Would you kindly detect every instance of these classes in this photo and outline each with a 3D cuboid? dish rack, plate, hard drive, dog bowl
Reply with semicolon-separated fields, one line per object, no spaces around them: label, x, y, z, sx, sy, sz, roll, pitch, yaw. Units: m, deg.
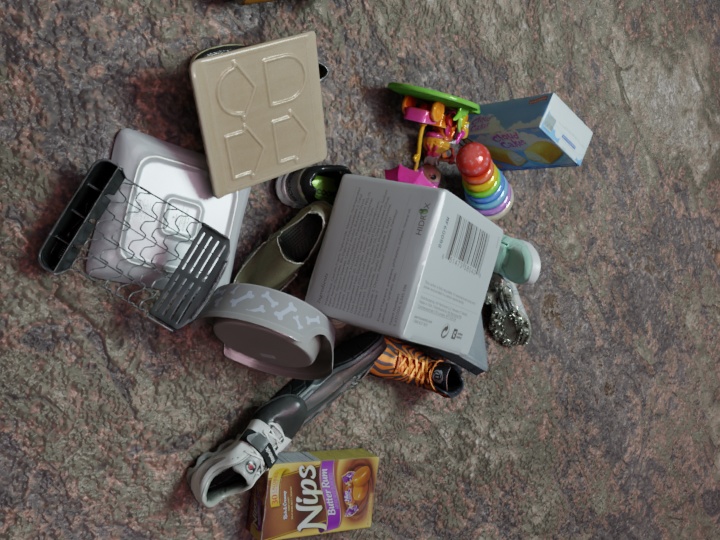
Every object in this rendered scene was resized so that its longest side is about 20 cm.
dish rack;-0.269;-0.025;0.855;0.200;0.055;0.154;31;88;0
plate;-0.247;-0.070;0.936;0.200;0.032;0.200;15;86;-33
hard drive;0.132;0.077;1.161;0.200;0.033;0.140;31;42;-31
dog bowl;-0.125;0.083;0.939;0.200;0.200;0.059;34;61;-31

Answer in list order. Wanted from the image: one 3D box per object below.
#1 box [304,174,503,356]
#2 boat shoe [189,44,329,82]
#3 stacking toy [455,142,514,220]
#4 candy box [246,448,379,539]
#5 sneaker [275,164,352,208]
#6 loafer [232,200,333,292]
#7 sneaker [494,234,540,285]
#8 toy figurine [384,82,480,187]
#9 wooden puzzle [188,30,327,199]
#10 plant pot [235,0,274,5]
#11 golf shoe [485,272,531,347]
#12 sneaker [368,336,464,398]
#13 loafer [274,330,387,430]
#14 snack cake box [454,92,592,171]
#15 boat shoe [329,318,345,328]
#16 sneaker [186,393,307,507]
box;0.064;-0.004;0.964;0.199;0.171;0.201;22;85;-54
boat shoe;-0.136;-0.285;0.972;0.200;0.066;0.072;-8;98;-33
stacking toy;0.202;-0.152;1.142;0.086;0.085;0.200;-70;158;-9
candy box;-0.071;0.344;1.074;0.200;0.056;0.117;6;91;-33
sneaker;-0.024;-0.116;1.046;0.199;0.087;0.074;8;86;-34
loafer;-0.114;-0.021;0.972;0.075;0.070;0.200;41;95;2
sneaker;0.202;-0.029;1.151;0.118;0.200;0.074;0;113;-26
toy figurine;0.107;-0.192;1.131;0.200;0.150;0.185;-4;111;-58
wooden puzzle;-0.136;-0.213;0.937;0.200;0.046;0.186;-28;130;-32
plant pot;-0.100;-0.447;0.922;0.183;0.200;0.201;-27;109;-14
golf shoe;0.270;0.054;1.269;0.097;0.078;0.200;-69;144;-43
sneaker;0.092;0.155;1.132;0.200;0.112;0.078;19;83;-32
loafer;-0.039;0.168;1.067;0.200;0.072;0.063;-33;113;-12
snack cake box;0.270;-0.228;1.168;0.115;0.200;0.067;31;77;-31
boat shoe;0.000;0.000;1.093;0.200;0.072;0.065;-61;158;-27
sneaker;-0.147;0.259;0.970;0.200;0.088;0.074;-40;112;-10
